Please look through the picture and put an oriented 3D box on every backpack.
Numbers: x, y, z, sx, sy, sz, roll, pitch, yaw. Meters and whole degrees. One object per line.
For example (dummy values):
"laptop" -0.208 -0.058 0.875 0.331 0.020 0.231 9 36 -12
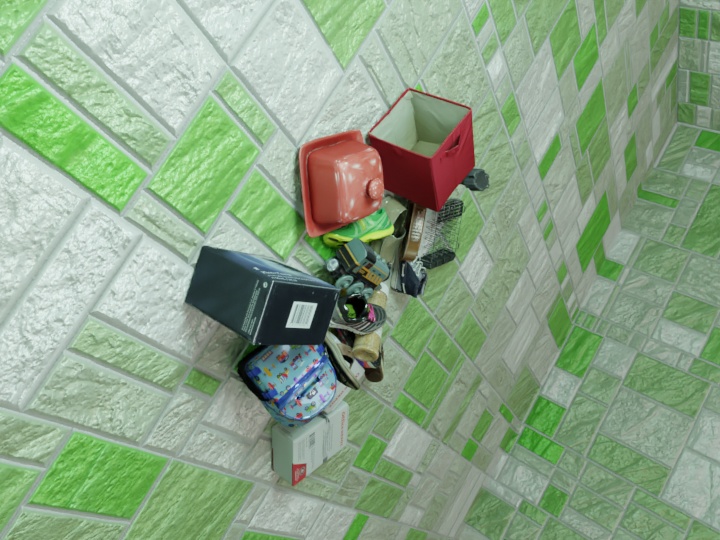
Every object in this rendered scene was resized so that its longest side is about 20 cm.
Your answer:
"backpack" -0.136 0.229 1.330 0.182 0.134 0.201 -37 98 -21

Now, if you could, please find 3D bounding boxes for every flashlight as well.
"flashlight" 0.240 -0.228 1.587 0.067 0.199 0.069 -25 114 -30

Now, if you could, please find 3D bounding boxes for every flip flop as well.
"flip flop" -0.050 0.178 1.394 0.057 0.081 0.201 -34 99 -28

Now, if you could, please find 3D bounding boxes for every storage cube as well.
"storage cube" 0.146 -0.274 1.443 0.171 0.199 0.181 -50 150 -21

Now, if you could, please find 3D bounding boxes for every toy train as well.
"toy train" 0.000 0.000 1.449 0.114 0.086 0.200 -38 150 12

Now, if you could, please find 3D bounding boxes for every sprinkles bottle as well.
"sprinkles bottle" 0.026 0.124 1.559 0.069 0.067 0.202 67 27 -48

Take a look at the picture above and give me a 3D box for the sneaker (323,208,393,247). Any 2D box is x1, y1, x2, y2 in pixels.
"sneaker" -0.011 -0.102 1.458 0.199 0.074 0.085 -15 88 -40

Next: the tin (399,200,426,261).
"tin" 0.135 -0.122 1.587 0.112 0.041 0.203 -179 -80 -80

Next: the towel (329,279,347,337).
"towel" -0.050 0.077 1.546 0.086 0.018 0.202 5 106 -54

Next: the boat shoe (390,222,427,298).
"boat shoe" 0.142 -0.024 1.680 0.074 0.092 0.202 -24 129 -44

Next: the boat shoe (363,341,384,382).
"boat shoe" 0.027 0.202 1.700 0.075 0.074 0.204 -70 158 -57

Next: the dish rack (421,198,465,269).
"dish rack" 0.232 -0.107 1.792 0.153 0.054 0.202 -20 124 -49

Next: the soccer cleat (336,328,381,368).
"soccer cleat" -0.020 0.185 1.599 0.200 0.072 0.069 52 41 -38

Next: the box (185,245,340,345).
"box" -0.182 0.047 1.183 0.199 0.197 0.125 10 100 -56

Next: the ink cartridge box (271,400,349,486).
"ink cartridge box" -0.126 0.421 1.596 0.199 0.083 0.146 -25 129 -43

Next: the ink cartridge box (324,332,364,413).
"ink cartridge box" -0.092 0.237 1.514 0.146 0.084 0.200 -47 144 -10

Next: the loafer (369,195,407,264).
"loafer" 0.072 -0.083 1.569 0.075 0.068 0.202 -23 128 -45

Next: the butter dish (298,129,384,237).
"butter dish" -0.015 -0.177 1.304 0.199 0.147 0.202 -25 119 -43

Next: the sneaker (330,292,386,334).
"sneaker" 0.001 0.097 1.439 0.198 0.087 0.075 12 61 -43
